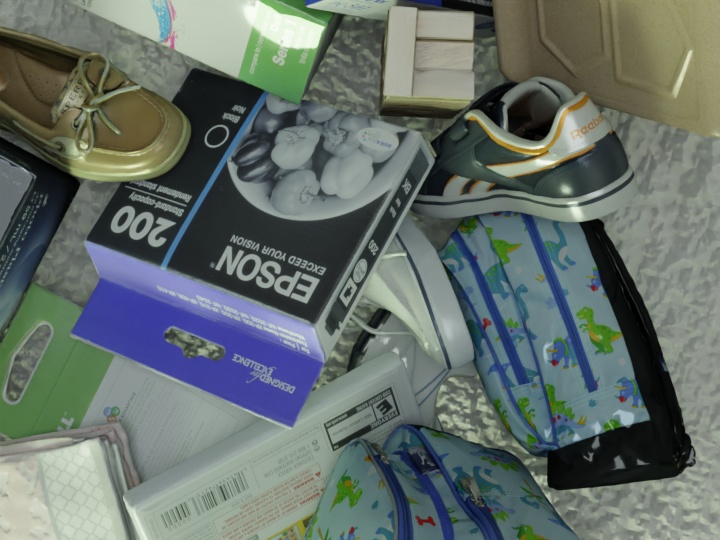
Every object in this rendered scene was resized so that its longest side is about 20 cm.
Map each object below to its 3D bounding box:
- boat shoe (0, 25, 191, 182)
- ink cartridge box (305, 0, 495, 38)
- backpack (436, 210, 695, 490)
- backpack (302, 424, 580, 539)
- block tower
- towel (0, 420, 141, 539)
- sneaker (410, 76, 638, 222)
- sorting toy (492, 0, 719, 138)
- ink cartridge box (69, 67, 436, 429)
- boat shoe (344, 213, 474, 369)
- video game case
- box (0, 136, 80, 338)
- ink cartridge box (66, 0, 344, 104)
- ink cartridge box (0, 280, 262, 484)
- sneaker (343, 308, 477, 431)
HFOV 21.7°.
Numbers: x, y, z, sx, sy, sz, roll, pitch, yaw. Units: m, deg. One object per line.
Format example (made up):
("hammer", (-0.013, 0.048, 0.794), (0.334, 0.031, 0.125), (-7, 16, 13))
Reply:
("boat shoe", (-0.206, -0.115, 1.240), (0.198, 0.063, 0.074), (18, 71, 18))
("ink cartridge box", (0.035, -0.207, 1.199), (0.044, 0.199, 0.095), (-11, 84, 36))
("backpack", (0.131, 0.042, 1.225), (0.152, 0.163, 0.202), (-9, 82, 13))
("backpack", (0.045, 0.209, 1.150), (0.146, 0.200, 0.185), (15, 105, -28))
("block tower", (0.041, -0.129, 1.197), (0.057, 0.200, 0.055), (2, 92, 1))
("towel", (-0.215, 0.212, 1.250), (0.189, 0.032, 0.202), (-13, 96, 25))
("sneaker", (0.091, -0.081, 1.196), (0.078, 0.199, 0.080), (-36, 113, -32))
("sorting toy", (0.155, -0.187, 1.130), (0.036, 0.199, 0.187), (-24, 118, -33))
("ink cartridge box", (-0.078, -0.021, 1.205), (0.197, 0.043, 0.201), (18, 72, 32))
("boat shoe", (-0.001, -0.003, 1.221), (0.085, 0.075, 0.203), (-25, 55, -8))
("video game case", (-0.036, 0.172, 1.227), (0.199, 0.023, 0.183), (-28, 121, -15))
("box", (-0.284, 0.001, 1.204), (0.122, 0.198, 0.201), (28, 91, -2))
("ink cartridge box", (-0.097, -0.219, 1.223), (0.198, 0.084, 0.146), (24, 52, 0))
("ink cartridge box", (-0.153, 0.100, 1.265), (0.199, 0.059, 0.105), (28, 92, 14))
("sneaker", (0.006, 0.112, 1.268), (0.087, 0.075, 0.201), (34, 92, -5))
